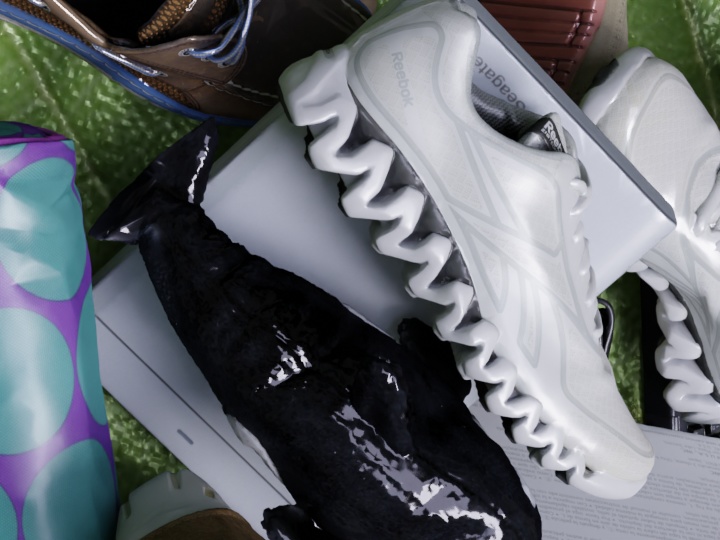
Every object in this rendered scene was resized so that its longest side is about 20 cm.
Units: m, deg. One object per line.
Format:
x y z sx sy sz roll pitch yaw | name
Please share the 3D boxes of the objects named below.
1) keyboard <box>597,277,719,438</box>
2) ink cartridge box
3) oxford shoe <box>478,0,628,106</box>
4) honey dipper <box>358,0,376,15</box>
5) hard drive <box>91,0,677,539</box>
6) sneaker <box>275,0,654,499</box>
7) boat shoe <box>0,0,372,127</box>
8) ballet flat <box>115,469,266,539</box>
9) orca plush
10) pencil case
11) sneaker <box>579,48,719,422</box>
0.139 0.067 1.207 0.126 0.021 0.201 -10 101 -29 | keyboard
0.090 0.129 1.069 0.161 0.200 0.050 11 125 -14 | ink cartridge box
0.077 -0.077 1.133 0.074 0.071 0.201 7 98 -52 | oxford shoe
-0.008 -0.015 1.101 0.038 0.038 0.201 2 94 -30 | honey dipper
0.000 0.000 1.044 0.200 0.027 0.132 -42 104 14 | hard drive
0.054 -0.005 0.992 0.081 0.075 0.200 -34 107 4 | sneaker
-0.070 -0.097 1.020 0.199 0.072 0.073 16 89 -25 | boat shoe
-0.053 0.113 1.019 0.068 0.200 0.073 -29 68 5 | ballet flat
0.000 0.031 0.983 0.105 0.071 0.201 -30 87 -32 | orca plush
-0.136 0.046 1.007 0.092 0.085 0.201 -2 100 13 | pencil case
0.144 -0.010 1.109 0.075 0.081 0.200 -54 135 -22 | sneaker
